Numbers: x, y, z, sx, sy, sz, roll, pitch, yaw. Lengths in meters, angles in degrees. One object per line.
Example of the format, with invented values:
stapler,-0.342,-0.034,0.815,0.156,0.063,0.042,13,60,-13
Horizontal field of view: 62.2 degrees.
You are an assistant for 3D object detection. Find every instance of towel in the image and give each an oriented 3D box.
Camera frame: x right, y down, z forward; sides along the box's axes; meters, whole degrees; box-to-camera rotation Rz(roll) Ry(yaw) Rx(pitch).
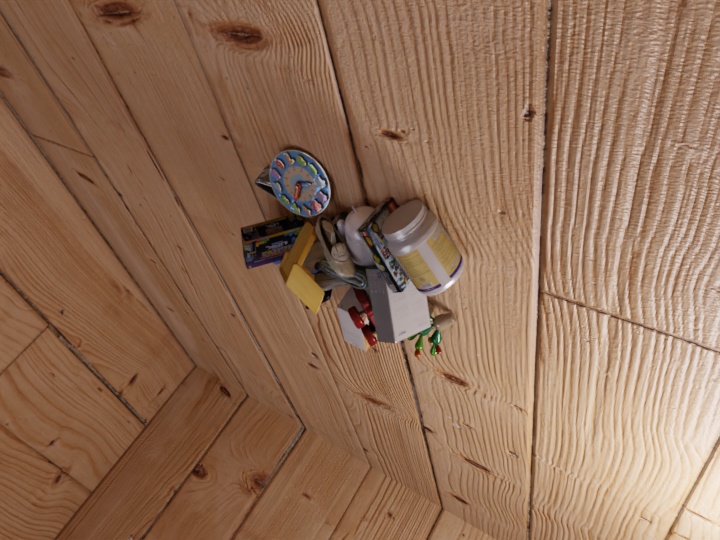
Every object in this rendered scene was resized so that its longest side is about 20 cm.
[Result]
towel,0.000,0.000,1.729,0.197,0.169,0.049,25,112,38

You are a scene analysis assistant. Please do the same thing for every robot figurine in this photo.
robot figurine,0.014,-0.093,1.628,0.165,0.115,0.202,13,145,15

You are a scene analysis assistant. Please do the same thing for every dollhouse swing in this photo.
dollhouse swing,-0.143,-0.013,1.779,0.182,0.176,0.200,44,179,-18

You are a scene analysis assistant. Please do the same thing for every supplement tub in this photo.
supplement tub,0.154,-0.056,1.485,0.144,0.146,0.201,-4,130,51

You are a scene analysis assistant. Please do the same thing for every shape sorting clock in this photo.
shape sorting clock,-0.171,-0.241,1.668,0.195,0.040,0.204,14,131,16

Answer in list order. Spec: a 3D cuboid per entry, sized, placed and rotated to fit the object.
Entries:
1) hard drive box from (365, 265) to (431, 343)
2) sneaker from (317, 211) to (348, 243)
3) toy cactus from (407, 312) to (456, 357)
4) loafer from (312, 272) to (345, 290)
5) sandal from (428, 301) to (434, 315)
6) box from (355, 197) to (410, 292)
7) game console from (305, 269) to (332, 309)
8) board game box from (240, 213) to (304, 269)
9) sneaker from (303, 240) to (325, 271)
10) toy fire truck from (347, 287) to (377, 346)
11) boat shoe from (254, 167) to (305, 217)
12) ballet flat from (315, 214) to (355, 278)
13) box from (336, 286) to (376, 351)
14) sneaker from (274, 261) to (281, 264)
hard drive box,0.106,0.077,1.638,0.076,0.153,0.206,-1,102,48
sneaker,-0.088,-0.124,1.749,0.080,0.074,0.200,43,150,-2
toy cactus,0.203,0.170,1.770,0.162,0.103,0.203,-25,104,22
loafer,-0.067,0.015,1.877,0.195,0.070,0.072,-15,85,17
sandal,0.162,0.159,1.863,0.077,0.070,0.212,37,152,1
box,0.084,-0.065,1.545,0.039,0.137,0.202,-6,124,47
game console,-0.173,0.019,2.015,0.116,0.175,0.199,18,159,-22
board game box,-0.276,-0.092,1.887,0.167,0.195,0.058,100,150,-58
sneaker,-0.175,-0.027,1.915,0.198,0.070,0.082,-27,84,38
toy fire truck,0.030,0.115,1.786,0.202,0.111,0.169,56,-175,-36
boat shoe,-0.223,-0.220,1.773,0.201,0.065,0.074,41,152,-5
ballet flat,-0.074,-0.068,1.631,0.202,0.066,0.063,57,157,27
box,0.002,0.152,1.983,0.096,0.125,0.202,23,149,23
sneaker,-0.298,-0.078,2.041,0.078,0.090,0.202,32,151,13
